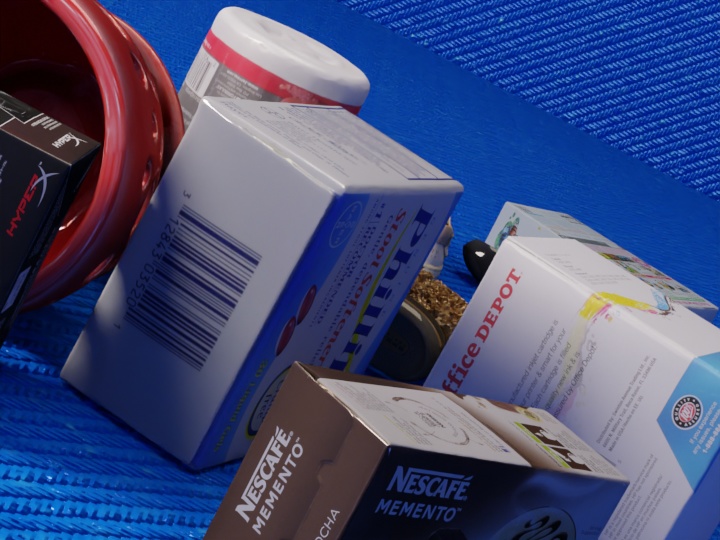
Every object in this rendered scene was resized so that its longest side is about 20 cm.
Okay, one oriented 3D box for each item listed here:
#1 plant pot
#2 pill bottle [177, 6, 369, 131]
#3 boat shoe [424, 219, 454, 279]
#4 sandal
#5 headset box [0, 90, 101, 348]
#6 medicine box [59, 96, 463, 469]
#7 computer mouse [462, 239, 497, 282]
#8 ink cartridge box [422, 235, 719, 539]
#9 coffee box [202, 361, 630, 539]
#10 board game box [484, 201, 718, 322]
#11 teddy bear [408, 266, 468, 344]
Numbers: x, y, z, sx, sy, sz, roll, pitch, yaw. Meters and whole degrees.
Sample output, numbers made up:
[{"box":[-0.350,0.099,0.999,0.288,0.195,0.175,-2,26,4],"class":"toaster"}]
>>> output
[{"box":[-0.206,-0.075,1.121,0.200,0.201,0.182,29,5,5],"class":"plant pot"},{"box":[-0.084,-0.060,1.285,0.111,0.200,0.111,26,13,-7],"class":"pill bottle"},{"box":[0.058,-0.043,1.813,0.071,0.065,0.200,26,13,-11],"class":"boat shoe"},{"box":[-0.036,0.023,1.390,0.200,0.082,0.055,34,40,4],"class":"sandal"},{"box":[-0.254,-0.041,0.981,0.200,0.149,0.077,27,12,0],"class":"headset box"},{"box":[-0.051,0.004,1.150,0.103,0.182,0.200,33,14,18],"class":"medicine box"},{"box":[0.178,0.034,1.860,0.200,0.034,0.059,32,-4,-6],"class":"computer mouse"},{"box":[0.169,0.087,1.363,0.200,0.147,0.146,34,15,22],"class":"ink cartridge box"},{"box":[0.031,0.125,1.014,0.200,0.113,0.080,15,18,-47],"class":"coffee box"},{"box":[0.241,0.010,1.990,0.200,0.064,0.147,34,15,31],"class":"board game box"},{"box":[0.000,0.000,1.456,0.200,0.067,0.145,52,-22,-9],"class":"teddy bear"}]
